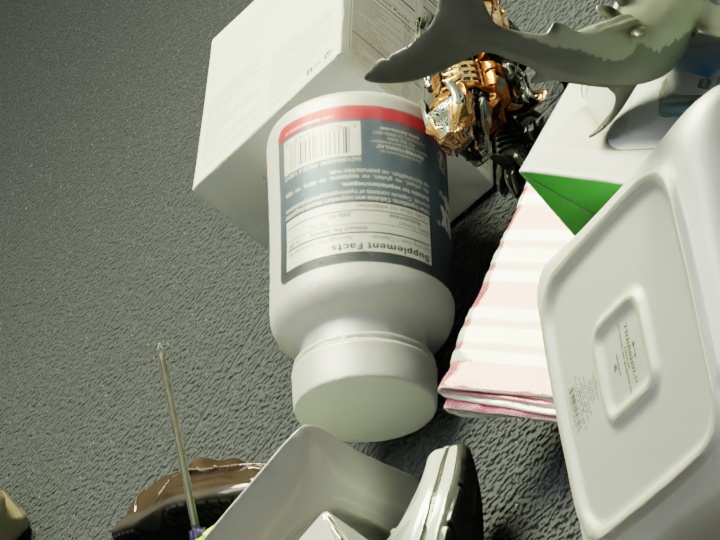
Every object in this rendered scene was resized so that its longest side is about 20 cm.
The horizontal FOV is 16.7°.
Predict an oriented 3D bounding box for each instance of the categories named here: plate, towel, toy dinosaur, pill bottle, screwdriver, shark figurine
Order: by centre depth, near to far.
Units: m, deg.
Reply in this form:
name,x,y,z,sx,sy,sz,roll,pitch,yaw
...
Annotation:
name,x,y,z,sx,sy,sz,roll,pitch,yaw
plate,0.140,0.043,1.188,0.200,0.032,0.201,128,138,-54
shark figurine,0.115,-0.105,1.237,0.214,0.128,0.090,-20,-35,-43
towel,0.138,0.000,1.374,0.146,0.030,0.201,5,61,41
plate,-0.051,0.187,1.380,0.032,0.200,0.200,41,92,25
screwdriver,-0.102,0.144,1.525,0.028,0.029,0.202,-10,87,53
pill bottle,0.000,0.000,1.548,0.119,0.119,0.201,-31,49,40
toy dinosaur,0.089,-0.134,1.595,0.102,0.136,0.201,-24,35,49

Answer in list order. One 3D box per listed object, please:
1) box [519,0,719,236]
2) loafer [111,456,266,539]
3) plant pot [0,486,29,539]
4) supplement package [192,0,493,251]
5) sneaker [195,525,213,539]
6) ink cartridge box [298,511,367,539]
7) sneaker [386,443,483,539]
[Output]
name,x,y,z,sx,sy,sz,roll,pitch,yaw
box,0.216,-0.085,1.284,0.199,0.097,0.177,12,64,47
loafer,-0.097,0.147,1.604,0.200,0.073,0.071,-16,40,53
plant pot,-0.365,0.210,1.902,0.183,0.201,0.200,-42,22,-8
supplement package,-0.010,-0.114,1.730,0.152,0.150,0.201,-40,26,25
sneaker,-0.093,0.219,1.482,0.200,0.084,0.074,-38,58,-14
ink cartridge box,0.017,0.228,1.109,0.148,0.200,0.086,-48,23,5
sneaker,-0.003,0.175,1.328,0.115,0.076,0.201,3,50,19
